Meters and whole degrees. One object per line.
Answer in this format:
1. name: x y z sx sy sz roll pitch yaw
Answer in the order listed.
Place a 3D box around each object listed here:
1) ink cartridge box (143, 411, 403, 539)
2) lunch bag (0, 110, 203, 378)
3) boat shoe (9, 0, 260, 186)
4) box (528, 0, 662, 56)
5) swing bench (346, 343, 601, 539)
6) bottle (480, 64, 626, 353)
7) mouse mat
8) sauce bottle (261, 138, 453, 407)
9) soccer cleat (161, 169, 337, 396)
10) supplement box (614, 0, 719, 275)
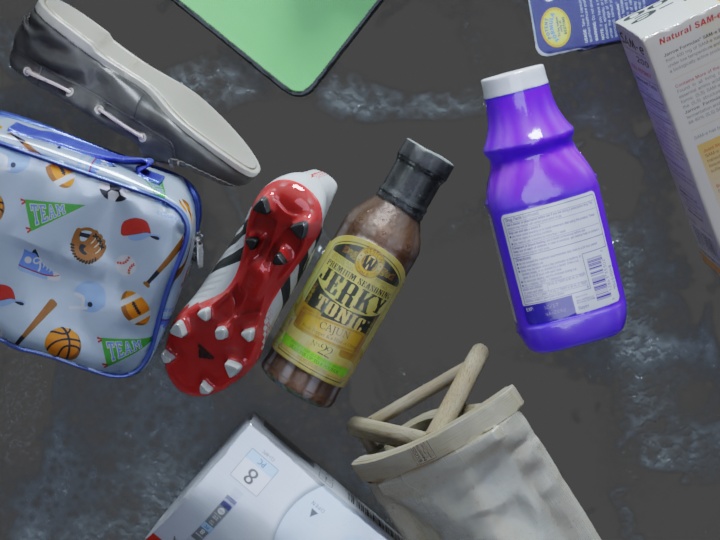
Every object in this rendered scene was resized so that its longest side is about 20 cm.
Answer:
1. ink cartridge box: -0.084 0.232 1.110 0.160 0.047 0.200 40 92 -5
2. lunch bag: -0.210 -0.022 1.053 0.199 0.076 0.161 19 108 -4
3. boat shoe: -0.162 -0.115 1.065 0.200 0.067 0.057 38 111 0
4. box: 0.212 -0.230 1.070 0.198 0.032 0.122 -11 97 -2
5. swing bench: 0.092 0.177 1.030 0.129 0.200 0.200 -31 96 3
6. bottle: 0.132 -0.045 1.073 0.083 0.065 0.201 -15 97 0
7. mouse mat: -0.043 -0.248 1.076 0.161 0.008 0.200 39 95 -5
8. sauce bottle: 0.000 0.000 1.077 0.064 0.065 0.201 28 95 -4
9. soccer cleat: -0.077 0.010 1.077 0.068 0.085 0.201 35 118 7
10. supplement box: 0.276 -0.106 1.048 0.125 0.074 0.201 -24 109 2
